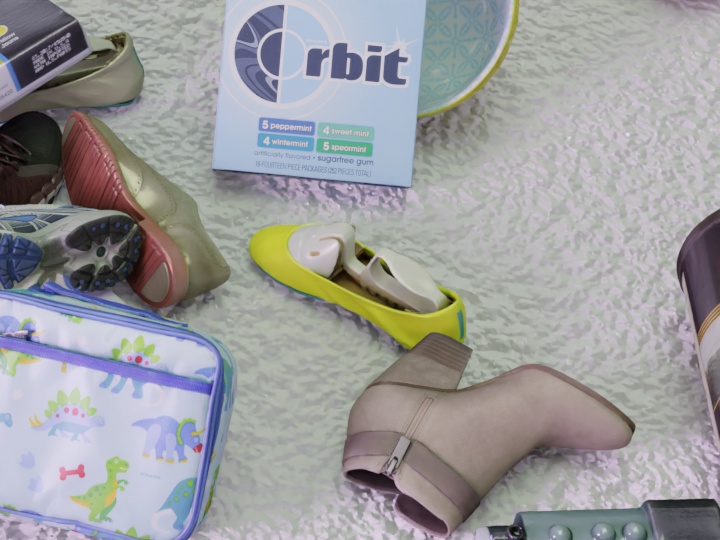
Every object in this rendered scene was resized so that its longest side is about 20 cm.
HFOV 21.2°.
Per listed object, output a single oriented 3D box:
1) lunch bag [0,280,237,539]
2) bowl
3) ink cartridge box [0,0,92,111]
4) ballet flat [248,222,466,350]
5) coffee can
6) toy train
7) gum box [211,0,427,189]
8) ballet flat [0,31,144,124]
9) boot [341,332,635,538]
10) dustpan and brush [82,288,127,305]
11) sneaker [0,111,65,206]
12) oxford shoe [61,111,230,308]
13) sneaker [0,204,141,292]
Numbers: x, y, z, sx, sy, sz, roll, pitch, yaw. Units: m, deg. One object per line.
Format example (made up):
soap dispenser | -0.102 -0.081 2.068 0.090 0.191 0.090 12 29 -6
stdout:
lunch bag | -0.192 0.098 1.346 0.198 0.082 0.163 14 91 5
bowl | 0.054 -0.229 1.696 0.199 0.202 0.108 29 9 18
ink cartridge box | -0.353 -0.177 1.589 0.197 0.047 0.200 -37 45 -20
ballet flat | 0.000 0.000 1.524 0.199 0.067 0.067 30 51 18
coffee can | 0.328 0.062 1.460 0.145 0.147 0.201 1 48 -7
toy train | 0.162 0.208 1.326 0.198 0.115 0.086 1 47 -8
gum box | -0.033 -0.176 1.613 0.168 0.045 0.203 5 90 -3
ballet flat | -0.281 -0.167 1.636 0.198 0.070 0.070 -12 50 -17
boot | 0.088 0.133 1.424 0.198 0.071 0.147 21 55 13
dustpan and brush | -0.180 0.096 1.429 0.199 0.058 0.139 31 40 27
sneaker | -0.289 -0.084 1.525 0.075 0.116 0.201 17 48 8
oxford shoe | -0.177 -0.051 1.553 0.073 0.071 0.201 -10 55 -41
sneaker | -0.269 -0.010 1.459 0.199 0.078 0.085 -9 23 -39
